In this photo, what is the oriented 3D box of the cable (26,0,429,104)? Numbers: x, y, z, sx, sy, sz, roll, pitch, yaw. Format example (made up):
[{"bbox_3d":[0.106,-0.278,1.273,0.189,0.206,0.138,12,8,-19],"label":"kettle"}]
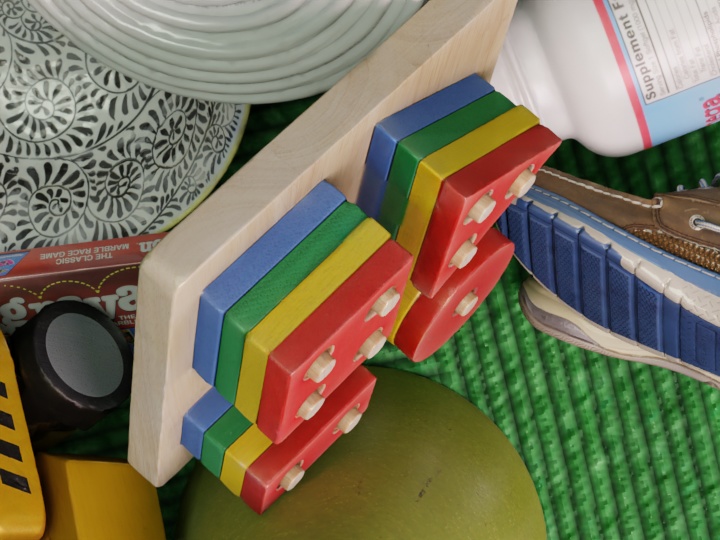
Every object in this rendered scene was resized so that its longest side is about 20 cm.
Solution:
[{"bbox_3d":[-0.056,-0.156,0.808,0.200,0.069,0.200,-33,112,31],"label":"cable"}]

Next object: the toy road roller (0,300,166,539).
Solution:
[{"bbox_3d":[-0.179,0.111,0.903,0.123,0.146,0.200,-34,63,38],"label":"toy road roller"}]

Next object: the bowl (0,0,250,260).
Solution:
[{"bbox_3d":[-0.145,-0.112,0.942,0.200,0.094,0.201,1,118,2],"label":"bowl"}]

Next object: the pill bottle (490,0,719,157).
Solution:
[{"bbox_3d":[0.141,-0.117,0.925,0.200,0.109,0.109,-21,94,7],"label":"pill bottle"}]

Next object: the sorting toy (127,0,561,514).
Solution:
[{"bbox_3d":[0.000,0.000,0.839,0.070,0.200,0.199,40,65,13],"label":"sorting toy"}]

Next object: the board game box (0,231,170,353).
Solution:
[{"bbox_3d":[-0.119,0.024,0.970,0.200,0.103,0.019,-7,51,5],"label":"board game box"}]

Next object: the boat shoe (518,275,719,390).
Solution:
[{"bbox_3d":[0.176,0.019,0.954,0.200,0.074,0.073,17,97,1],"label":"boat shoe"}]

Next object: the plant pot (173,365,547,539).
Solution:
[{"bbox_3d":[-0.008,0.149,0.917,0.187,0.200,0.187,0,95,4],"label":"plant pot"}]

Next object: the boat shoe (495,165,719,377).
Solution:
[{"bbox_3d":[0.154,0.000,0.901,0.200,0.072,0.072,29,66,19],"label":"boat shoe"}]
